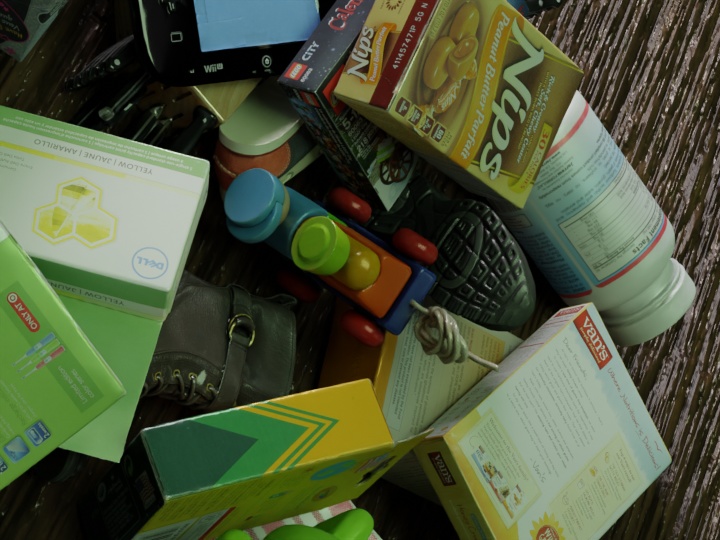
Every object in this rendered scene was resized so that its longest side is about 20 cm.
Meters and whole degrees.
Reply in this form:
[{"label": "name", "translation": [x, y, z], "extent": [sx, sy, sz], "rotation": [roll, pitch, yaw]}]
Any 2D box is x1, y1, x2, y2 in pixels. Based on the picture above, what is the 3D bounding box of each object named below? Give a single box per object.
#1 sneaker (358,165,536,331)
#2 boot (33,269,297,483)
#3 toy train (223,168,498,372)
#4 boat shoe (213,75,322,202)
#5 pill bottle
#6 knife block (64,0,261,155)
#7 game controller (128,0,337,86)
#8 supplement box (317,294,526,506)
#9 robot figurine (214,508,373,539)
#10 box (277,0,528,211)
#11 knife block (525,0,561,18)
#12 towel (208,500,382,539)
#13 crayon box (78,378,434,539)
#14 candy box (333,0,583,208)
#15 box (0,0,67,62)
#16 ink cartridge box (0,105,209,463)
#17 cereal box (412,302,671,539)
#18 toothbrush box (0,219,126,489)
[{"label": "sneaker", "translation": [0.072, -0.015, 1.366], "extent": [0.076, 0.200, 0.091], "rotation": [-48, 134, 5]}, {"label": "boot", "translation": [-0.118, 0.074, 1.245], "extent": [0.174, 0.069, 0.200], "rotation": [33, 59, -32]}, {"label": "toy train", "translation": [0.000, 0.000, 1.270], "extent": [0.085, 0.200, 0.116], "rotation": [-57, 142, 1]}, {"label": "boat shoe", "translation": [-0.037, -0.116, 1.371], "extent": [0.200, 0.071, 0.063], "rotation": [-43, 150, -42]}, {"label": "pill bottle", "translation": [0.181, -0.040, 1.507], "extent": [0.200, 0.109, 0.109], "rotation": [52, 51, -18]}, {"label": "knife block", "translation": [-0.110, -0.128, 1.307], "extent": [0.200, 0.064, 0.176], "rotation": [3, 77, -41]}, {"label": "game controller", "translation": [-0.076, -0.183, 1.280], "extent": [0.200, 0.042, 0.105], "rotation": [-13, 88, -42]}, {"label": "supplement box", "translation": [0.065, 0.101, 1.392], "extent": [0.200, 0.073, 0.126], "rotation": [29, 61, -32]}, {"label": "robot figurine", "translation": [-0.050, 0.243, 1.195], "extent": [0.176, 0.116, 0.200], "rotation": [49, 56, -8]}, {"label": "box", "translation": [0.035, -0.161, 1.345], "extent": [0.200, 0.038, 0.137], "rotation": [-55, 141, -19]}, {"label": "knife block", "translation": [0.074, -0.249, 1.488], "extent": [0.200, 0.064, 0.176], "rotation": [30, 60, -31]}, {"label": "towel", "translation": [-0.067, 0.209, 1.280], "extent": [0.200, 0.030, 0.146], "rotation": [-45, 108, -38]}, {"label": "crayon box", "translation": [-0.067, 0.127, 1.211], "extent": [0.200, 0.127, 0.051], "rotation": [-10, 68, -33]}, {"label": "candy box", "translation": [0.073, -0.133, 1.328], "extent": [0.200, 0.055, 0.116], "rotation": [30, 84, -53]}, {"label": "box", "translation": [-0.207, -0.257, 1.206], "extent": [0.132, 0.115, 0.200], "rotation": [34, 58, -10]}, {"label": "ink cartridge box", "translation": [-0.187, 0.004, 1.159], "extent": [0.145, 0.048, 0.200], "rotation": [15, 56, -2]}, {"label": "cereal box", "translation": [0.136, 0.132, 1.369], "extent": [0.200, 0.039, 0.144], "rotation": [-37, 104, -41]}, {"label": "toothbrush box", "translation": [-0.257, 0.066, 1.058], "extent": [0.200, 0.086, 0.146], "rotation": [-38, 106, -10]}]
